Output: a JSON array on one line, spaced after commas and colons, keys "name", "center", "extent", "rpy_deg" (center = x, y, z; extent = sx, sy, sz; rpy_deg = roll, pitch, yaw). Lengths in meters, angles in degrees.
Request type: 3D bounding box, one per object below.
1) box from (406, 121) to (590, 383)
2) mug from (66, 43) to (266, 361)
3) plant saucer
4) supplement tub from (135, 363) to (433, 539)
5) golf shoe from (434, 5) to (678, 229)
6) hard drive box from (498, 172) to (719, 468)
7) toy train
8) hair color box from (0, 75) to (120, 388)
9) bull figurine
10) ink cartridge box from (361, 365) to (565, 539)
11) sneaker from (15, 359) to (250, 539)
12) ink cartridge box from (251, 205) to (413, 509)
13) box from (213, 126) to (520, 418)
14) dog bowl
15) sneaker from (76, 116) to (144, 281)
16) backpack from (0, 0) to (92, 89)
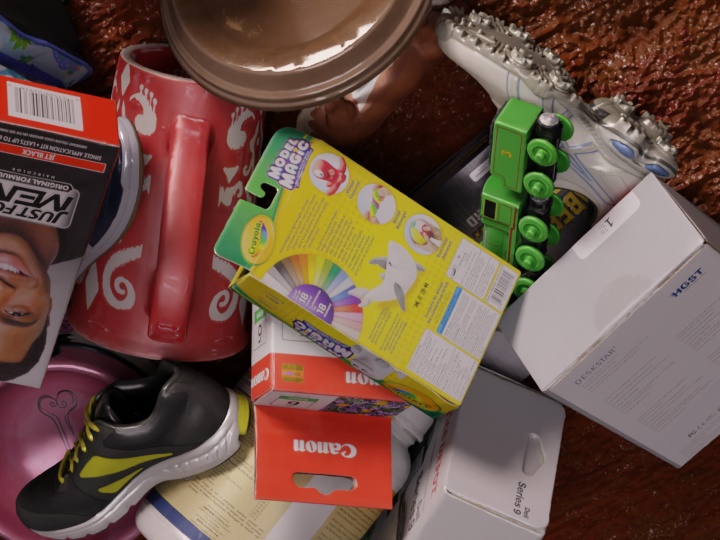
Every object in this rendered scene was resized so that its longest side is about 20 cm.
[{"name": "box", "center": [0.112, -0.017, 1.586], "extent": [0.200, 0.048, 0.158], "rpy_deg": [-40, 105, 15]}, {"name": "mug", "center": [-0.120, -0.045, 1.522], "extent": [0.133, 0.177, 0.201], "rpy_deg": [-2, 111, -35]}, {"name": "plant saucer", "center": [-0.046, -0.203, 1.455], "extent": [0.199, 0.201, 0.029], "rpy_deg": [-19, 154, 9]}, {"name": "supplement tub", "center": [-0.053, 0.150, 1.581], "extent": [0.144, 0.144, 0.200], "rpy_deg": [41, 85, -14]}, {"name": "golf shoe", "center": [0.121, -0.100, 1.490], "extent": [0.200, 0.078, 0.097], "rpy_deg": [34, 113, -11]}, {"name": "hard drive box", "center": [0.219, 0.041, 1.538], "extent": [0.156, 0.077, 0.200], "rpy_deg": [-43, 140, 14]}, {"name": "toy train", "center": [0.110, -0.036, 1.496], "extent": [0.056, 0.042, 0.201], "rpy_deg": [21, 138, 17]}, {"name": "hair color box", "center": [-0.232, -0.024, 1.407], "extent": [0.101, 0.061, 0.201], "rpy_deg": [11, 123, -18]}, {"name": "bull figurine", "center": [-0.002, -0.134, 1.510], "extent": [0.065, 0.121, 0.200], "rpy_deg": [42, 94, 26]}, {"name": "ink cartridge box", "center": [0.066, 0.189, 1.588], "extent": [0.084, 0.146, 0.200], "rpy_deg": [24, 128, -8]}, {"name": "sneaker", "center": [-0.176, 0.120, 1.538], "extent": [0.199, 0.075, 0.085], "rpy_deg": [-30, 126, 19]}, {"name": "ink cartridge box", "center": [-0.018, 0.059, 1.492], "extent": [0.108, 0.050, 0.201], "rpy_deg": [6, 71, -20]}, {"name": "box", "center": [0.000, 0.000, 1.464], "extent": [0.200, 0.048, 0.118], "rpy_deg": [34, 64, -14]}, {"name": "dog bowl", "center": [-0.222, 0.130, 1.638], "extent": [0.199, 0.074, 0.201], "rpy_deg": [1, 112, 2]}, {"name": "sneaker", "center": [-0.230, -0.036, 1.477], "extent": [0.108, 0.070, 0.200], "rpy_deg": [0, 148, -35]}, {"name": "backpack", "center": [-0.303, -0.127, 1.469], "extent": [0.199, 0.183, 0.148], "rpy_deg": [-25, 73, 15]}]
